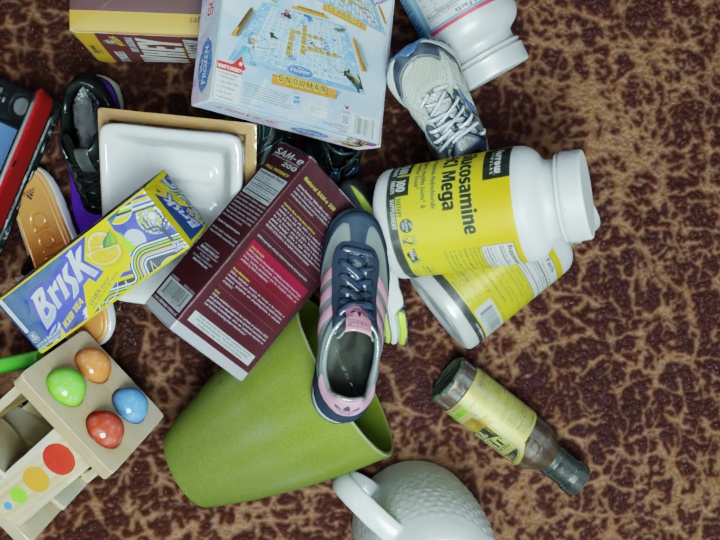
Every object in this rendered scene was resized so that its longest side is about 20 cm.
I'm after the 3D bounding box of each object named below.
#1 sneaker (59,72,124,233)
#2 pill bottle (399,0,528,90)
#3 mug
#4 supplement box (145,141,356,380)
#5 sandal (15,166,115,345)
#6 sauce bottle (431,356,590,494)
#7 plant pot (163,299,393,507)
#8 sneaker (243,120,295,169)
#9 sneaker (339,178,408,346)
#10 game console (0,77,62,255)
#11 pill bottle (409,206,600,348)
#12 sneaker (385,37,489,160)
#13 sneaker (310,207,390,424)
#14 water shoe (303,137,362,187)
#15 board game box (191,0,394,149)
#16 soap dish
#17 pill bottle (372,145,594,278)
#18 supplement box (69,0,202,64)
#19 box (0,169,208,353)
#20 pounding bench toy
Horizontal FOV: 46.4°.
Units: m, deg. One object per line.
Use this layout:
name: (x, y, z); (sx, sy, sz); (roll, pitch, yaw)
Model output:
sneaker: (-0.278, -0.106, 0.871); (0.069, 0.100, 0.202); (-8, 96, -6)
pill bottle: (0.099, -0.299, 0.903); (0.108, 0.109, 0.201); (-29, 95, -4)
mug: (0.052, 0.279, 0.887); (0.200, 0.175, 0.148); (40, 88, -6)
supplement box: (-0.095, -0.008, 0.798); (0.200, 0.061, 0.109); (-50, 133, -7)
sandal: (-0.332, -0.009, 0.882); (0.079, 0.059, 0.208); (-24, 91, 20)
sauce bottle: (0.173, 0.180, 0.952); (0.200, 0.065, 0.065); (38, 88, -5)
plant pot: (-0.098, 0.158, 0.875); (0.199, 0.187, 0.188); (-32, 95, 7)
sneaker: (-0.100, -0.133, 0.905); (0.079, 0.075, 0.200); (43, 97, 3)
sneaker: (0.000, 0.000, 0.904); (0.080, 0.074, 0.201); (-12, 113, 2)
game console: (-0.387, -0.099, 0.829); (0.171, 0.119, 0.201); (23, 89, 15)
pill bottle: (0.160, -0.017, 0.919); (0.200, 0.111, 0.112); (-38, 96, -4)
sneaker: (0.095, -0.155, 0.863); (0.077, 0.200, 0.085); (-33, 52, 9)
sneaker: (-0.003, 0.034, 0.750); (0.070, 0.082, 0.201); (4, 77, -10)
water shoe: (-0.036, -0.112, 0.910); (0.071, 0.079, 0.201); (10, 91, -6)
board game box: (-0.056, -0.234, 0.803); (0.199, 0.041, 0.201); (9, 86, -40)
soap dish: (-0.179, -0.061, 0.848); (0.156, 0.081, 0.201); (6, 112, 5)
pill bottle: (0.121, -0.059, 0.819); (0.199, 0.112, 0.113); (-8, 94, 22)
supplement box: (-0.184, -0.324, 0.858); (0.196, 0.133, 0.202); (0, 92, -7)
box: (-0.246, -0.006, 0.800); (0.199, 0.064, 0.070); (-33, 104, 19)
pounding bench toy: (-0.326, 0.133, 0.841); (0.156, 0.124, 0.200); (-40, 96, 18)
